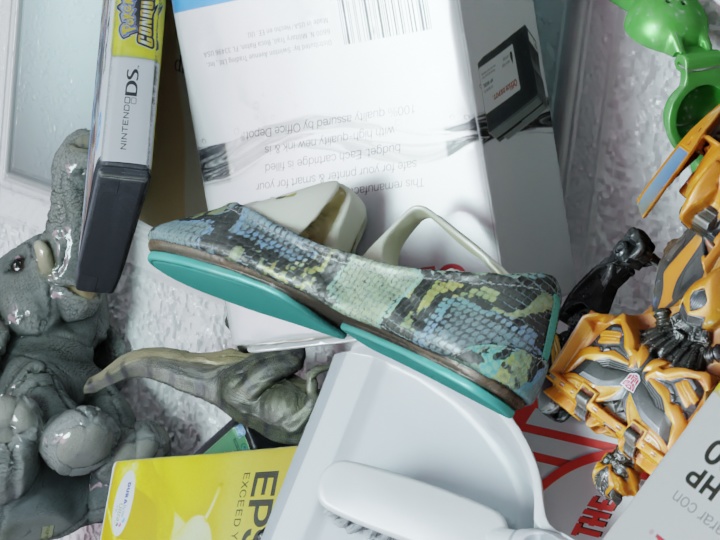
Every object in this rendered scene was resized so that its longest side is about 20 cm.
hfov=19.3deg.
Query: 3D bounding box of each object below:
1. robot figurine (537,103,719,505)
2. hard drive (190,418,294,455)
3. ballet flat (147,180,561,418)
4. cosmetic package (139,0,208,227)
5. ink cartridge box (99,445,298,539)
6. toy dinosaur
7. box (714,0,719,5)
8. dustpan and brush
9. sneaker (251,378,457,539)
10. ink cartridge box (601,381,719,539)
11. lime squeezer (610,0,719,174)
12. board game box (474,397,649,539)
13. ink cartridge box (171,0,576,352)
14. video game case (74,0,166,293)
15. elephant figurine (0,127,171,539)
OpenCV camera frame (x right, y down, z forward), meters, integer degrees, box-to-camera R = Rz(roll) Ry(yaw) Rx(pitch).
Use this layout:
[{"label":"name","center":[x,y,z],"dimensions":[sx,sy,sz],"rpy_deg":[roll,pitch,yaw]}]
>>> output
[{"label":"robot figurine","center":[0.152,0.006,0.839],"dimensions":[0.145,0.058,0.200],"rpy_deg":[37,90,40]},{"label":"hard drive","center":[-0.052,0.193,1.148],"dimensions":[0.140,0.038,0.200],"rpy_deg":[-43,63,41]},{"label":"ballet flat","center":[0.000,0.000,0.885],"dimensions":[0.200,0.074,0.074],"rpy_deg":[22,109,31]},{"label":"cosmetic package","center":[-0.057,-0.112,1.103],"dimensions":[0.105,0.071,0.200],"rpy_deg":[24,110,45]},{"label":"ink cartridge box","center":[-0.062,0.184,1.011],"dimensions":[0.200,0.047,0.198],"rpy_deg":[-12,62,47]},{"label":"toy dinosaur","center":[-0.050,0.048,1.106],"dimensions":[0.200,0.047,0.088],"rpy_deg":[15,70,28]},{"label":"box","center":[0.168,-0.165,0.818],"dimensions":[0.200,0.112,0.101],"rpy_deg":[48,127,35]},{"label":"dustpan and brush","center":[0.048,0.107,0.855],"dimensions":[0.200,0.057,0.140],"rpy_deg":[16,73,22]},{"label":"sneaker","center":[0.027,0.114,0.947],"dimensions":[0.093,0.200,0.070],"rpy_deg":[47,171,3]},{"label":"ink cartridge box","center":[0.208,0.080,0.715],"dimensions":[0.147,0.145,0.200],"rpy_deg":[38,92,38]},{"label":"lime squeezer","center":[0.131,-0.076,0.923],"dimensions":[0.071,0.038,0.200],"rpy_deg":[-38,67,43]},{"label":"board game box","center":[0.133,0.134,0.860],"dimensions":[0.200,0.046,0.152],"rpy_deg":[10,75,35]},{"label":"ink cartridge box","center":[0.004,-0.073,0.951],"dimensions":[0.144,0.084,0.200],"rpy_deg":[-6,95,30]},{"label":"video game case","center":[-0.117,-0.101,1.042],"dimensions":[0.200,0.025,0.181],"rpy_deg":[126,148,-71]},{"label":"elephant figurine","center":[-0.187,0.048,1.240],"dimensions":[0.142,0.155,0.200],"rpy_deg":[71,180,-59]}]
